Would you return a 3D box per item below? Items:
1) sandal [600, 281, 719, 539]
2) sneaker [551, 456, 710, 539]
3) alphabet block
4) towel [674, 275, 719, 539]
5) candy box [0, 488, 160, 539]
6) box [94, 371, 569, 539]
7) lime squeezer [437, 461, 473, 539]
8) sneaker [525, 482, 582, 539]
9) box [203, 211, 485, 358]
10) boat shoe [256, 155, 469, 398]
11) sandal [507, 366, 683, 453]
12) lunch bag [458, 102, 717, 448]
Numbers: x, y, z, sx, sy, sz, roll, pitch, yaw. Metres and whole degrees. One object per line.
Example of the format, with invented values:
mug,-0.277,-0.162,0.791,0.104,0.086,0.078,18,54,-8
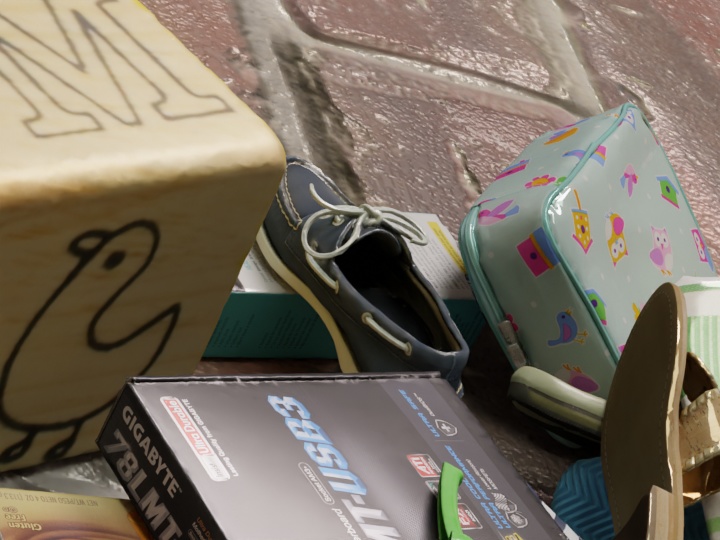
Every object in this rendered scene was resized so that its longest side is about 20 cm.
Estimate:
sandal,0.166,0.102,1.438,0.069,0.078,0.212,25,42,-12
sneaker,0.194,0.160,1.520,0.200,0.077,0.081,27,7,9
alphabet block,-0.191,-0.030,1.392,0.200,0.196,0.196,-11,48,-45
towel,0.244,0.088,1.501,0.152,0.023,0.201,-2,58,-12
candy box,-0.078,0.163,1.307,0.199,0.055,0.116,9,35,-30
box,0.005,0.128,1.326,0.198,0.050,0.200,2,38,-40
lime squeezer,0.013,0.129,1.248,0.071,0.038,0.200,41,35,19
sneaker,0.108,0.156,1.447,0.108,0.070,0.200,-7,50,-37
box,-0.027,0.007,1.600,0.199,0.049,0.082,2,38,-35
boat shoe,0.000,0.000,1.522,0.075,0.062,0.200,3,40,-30
sandal,0.177,0.086,1.538,0.200,0.058,0.080,24,-13,-14
lunch bag,0.136,0.006,1.646,0.161,0.077,0.200,65,30,-14
